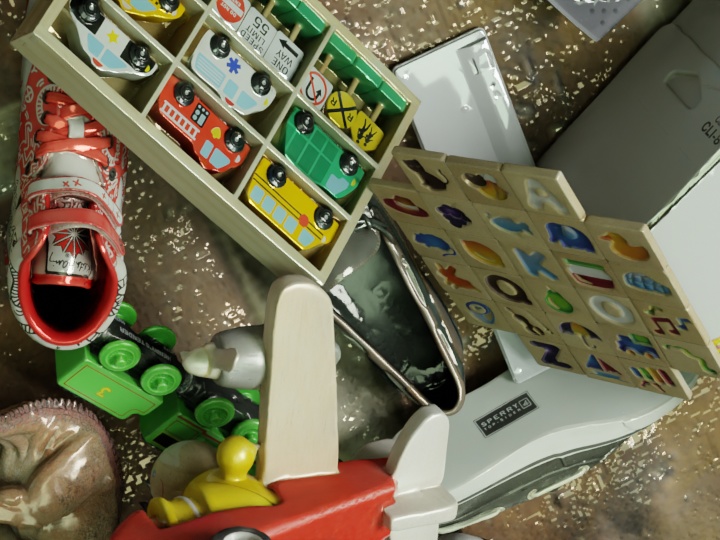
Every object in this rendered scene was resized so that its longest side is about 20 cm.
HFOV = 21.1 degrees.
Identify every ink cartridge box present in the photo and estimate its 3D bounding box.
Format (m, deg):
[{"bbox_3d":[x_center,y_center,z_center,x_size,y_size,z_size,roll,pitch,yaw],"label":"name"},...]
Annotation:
[{"bbox_3d":[0.222,-0.024,1.050,0.145,0.146,0.200,-44,116,10],"label":"ink cartridge box"}]

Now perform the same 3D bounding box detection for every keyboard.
[{"bbox_3d":[0.077,-0.033,1.075,0.056,0.011,0.201,-23,110,0],"label":"keyboard"}]

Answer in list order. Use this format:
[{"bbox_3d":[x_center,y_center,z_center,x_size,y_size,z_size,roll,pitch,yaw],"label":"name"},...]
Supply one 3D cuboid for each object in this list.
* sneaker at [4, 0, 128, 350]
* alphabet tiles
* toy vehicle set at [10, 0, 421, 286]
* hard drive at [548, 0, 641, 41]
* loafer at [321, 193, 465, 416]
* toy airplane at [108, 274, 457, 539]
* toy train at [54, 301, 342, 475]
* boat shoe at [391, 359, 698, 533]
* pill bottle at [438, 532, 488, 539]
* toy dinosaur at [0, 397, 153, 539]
[{"bbox_3d":[-0.139,-0.061,0.967,0.067,0.108,0.203,6,113,-16],"label":"sneaker"},{"bbox_3d":[0.097,0.004,0.994,0.006,0.165,0.200,-60,139,-21],"label":"alphabet tiles"},{"bbox_3d":[-0.067,-0.099,0.972,0.200,0.026,0.125,41,61,-26],"label":"toy vehicle set"},{"bbox_3d":[0.101,-0.229,0.983,0.135,0.042,0.200,-43,117,8],"label":"hard drive"},{"bbox_3d":[0.000,0.000,1.054,0.072,0.063,0.200,-38,117,4],"label":"loafer"},{"bbox_3d":[-0.047,0.123,1.014,0.201,0.140,0.199,-59,143,-12],"label":"toy airplane"},{"bbox_3d":[-0.087,0.081,1.069,0.056,0.042,0.199,-37,130,22],"label":"toy train"},{"bbox_3d":[0.105,0.093,1.126,0.198,0.071,0.064,-22,143,-8],"label":"boat shoe"},{"bbox_3d":[0.083,0.221,1.151,0.198,0.112,0.112,20,109,-20],"label":"pill bottle"},{"bbox_3d":[-0.155,0.122,1.051,0.134,0.086,0.201,-18,129,-6],"label":"toy dinosaur"}]
